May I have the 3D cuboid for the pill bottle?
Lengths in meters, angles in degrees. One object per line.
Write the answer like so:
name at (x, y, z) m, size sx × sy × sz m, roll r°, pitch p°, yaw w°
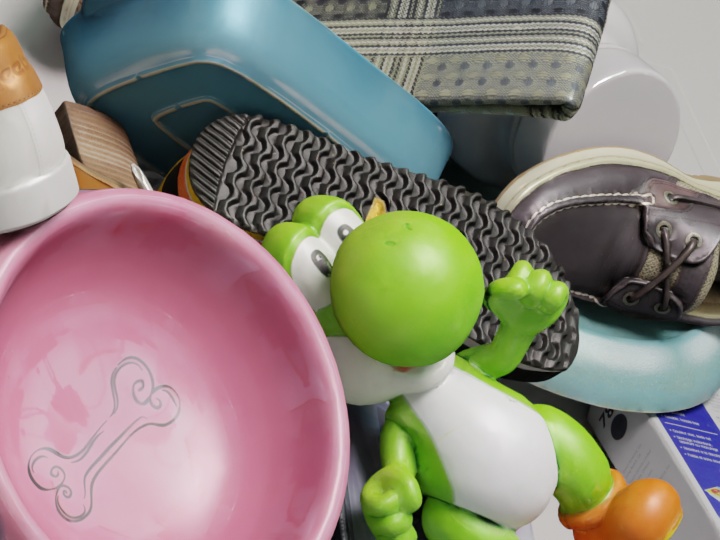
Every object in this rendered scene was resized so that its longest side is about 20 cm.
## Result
pill bottle at (0.067, -0.109, 1.271) m, size 0.111 × 0.111 × 0.200 m, roll 7°, pitch 27°, yaw -39°

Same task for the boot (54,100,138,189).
boot at (-0.157, -0.010, 1.029) m, size 0.200 × 0.074 × 0.155 m, roll 10°, pitch 48°, yaw -33°

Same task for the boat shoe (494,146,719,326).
boat shoe at (0.145, -0.009, 1.210) m, size 0.200 × 0.072 × 0.065 m, roll 7°, pitch 28°, yaw -41°

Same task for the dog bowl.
dog bowl at (-0.090, 0.058, 0.949) m, size 0.200 × 0.074 × 0.200 m, roll 16°, pitch 63°, yaw -34°

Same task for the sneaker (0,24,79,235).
sneaker at (-0.201, -0.056, 0.938) m, size 0.073 × 0.200 × 0.085 m, roll -56°, pitch 138°, yaw -59°

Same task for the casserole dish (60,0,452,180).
casserole dish at (-0.047, -0.064, 1.138) m, size 0.200 × 0.121 × 0.039 m, roll 35°, pitch 51°, yaw -41°

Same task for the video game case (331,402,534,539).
video game case at (0.031, 0.122, 1.068) m, size 0.143 × 0.019 × 0.200 m, roll 37°, pitch 29°, yaw -35°

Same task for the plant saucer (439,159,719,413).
plant saucer at (0.095, -0.003, 1.260) m, size 0.200 × 0.027 × 0.200 m, roll 19°, pitch 29°, yaw -11°

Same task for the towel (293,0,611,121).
towel at (0.025, -0.138, 1.219) m, size 0.200 × 0.035 × 0.193 m, roll 1°, pitch 50°, yaw 17°

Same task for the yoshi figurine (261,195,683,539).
yoshi figurine at (0.041, 0.052, 1.020) m, size 0.200 × 0.112 × 0.112 m, roll 50°, pitch 26°, yaw -10°

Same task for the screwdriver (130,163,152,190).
screwdriver at (-0.044, 0.042, 1.063) m, size 0.200 × 0.029 × 0.028 m, roll 66°, pitch 25°, yaw 1°

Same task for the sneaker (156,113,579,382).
sneaker at (0.000, 0.000, 1.135) m, size 0.200 × 0.090 × 0.070 m, roll 25°, pitch 58°, yaw -18°

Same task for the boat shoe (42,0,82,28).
boat shoe at (-0.116, -0.165, 1.257) m, size 0.075 × 0.075 × 0.202 m, roll 28°, pitch 27°, yaw 8°

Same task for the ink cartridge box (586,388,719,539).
ink cartridge box at (0.175, 0.102, 1.221) m, size 0.099 × 0.039 × 0.200 m, roll 15°, pitch 30°, yaw -28°
